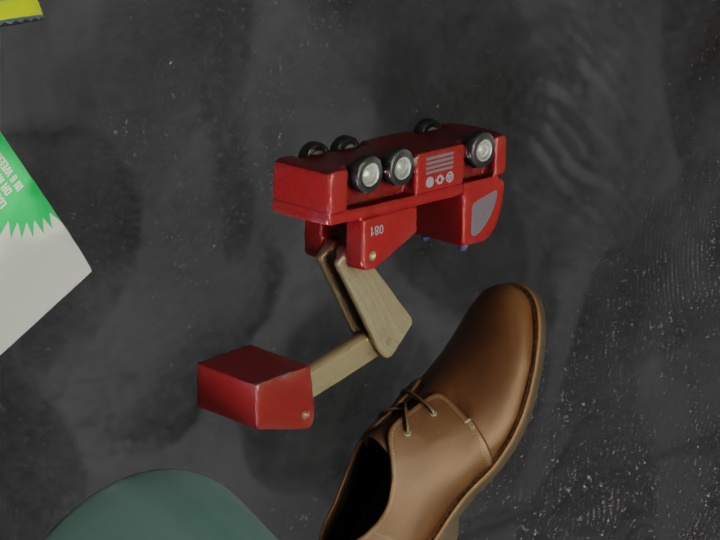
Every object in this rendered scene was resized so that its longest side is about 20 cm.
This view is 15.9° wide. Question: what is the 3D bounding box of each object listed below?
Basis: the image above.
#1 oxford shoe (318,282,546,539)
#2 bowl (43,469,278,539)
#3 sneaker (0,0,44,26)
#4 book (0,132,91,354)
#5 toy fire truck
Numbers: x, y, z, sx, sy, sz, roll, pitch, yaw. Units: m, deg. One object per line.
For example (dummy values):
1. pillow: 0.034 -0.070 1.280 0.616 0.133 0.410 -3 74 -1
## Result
1. oxford shoe: 0.041 0.089 1.459 0.071 0.071 0.201 37 76 -40
2. bowl: -0.085 0.213 1.338 0.200 0.105 0.202 -16 113 -41
3. sneaker: -0.225 -0.136 1.125 0.199 0.066 0.079 -14 100 -43
4. book: -0.228 0.013 1.142 0.200 0.048 0.134 -45 119 -23
5. toy fire truck: 0.000 0.000 1.403 0.199 0.049 0.142 -14 112 -44
